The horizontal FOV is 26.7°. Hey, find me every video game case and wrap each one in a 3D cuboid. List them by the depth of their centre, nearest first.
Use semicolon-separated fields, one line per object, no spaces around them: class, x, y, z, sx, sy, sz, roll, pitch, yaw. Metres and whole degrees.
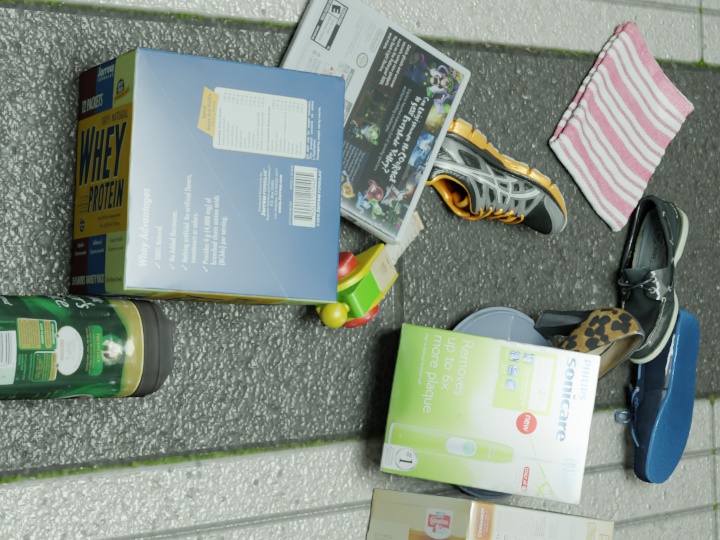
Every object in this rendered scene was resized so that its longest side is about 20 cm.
video game case;-0.002;-0.155;1.483;0.180;0.023;0.202;30;70;-17

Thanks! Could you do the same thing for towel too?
towel;0.302;-0.167;1.748;0.146;0.030;0.201;46;63;-27

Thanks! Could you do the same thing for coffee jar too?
coffee jar;-0.257;0.064;1.252;0.198;0.104;0.087;3;85;-39

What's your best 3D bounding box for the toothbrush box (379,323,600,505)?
toothbrush box;0.125;0.141;1.495;0.197;0.086;0.148;10;86;1

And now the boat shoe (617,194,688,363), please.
boat shoe;0.325;0.004;1.728;0.066;0.074;0.202;37;64;-40

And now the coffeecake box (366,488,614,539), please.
coffeecake box;0.130;0.270;1.520;0.198;0.153;0.074;14;80;-36

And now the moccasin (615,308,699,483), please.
moccasin;0.344;0.145;1.751;0.080;0.068;0.203;27;74;-42

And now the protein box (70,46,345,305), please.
protein box;-0.133;-0.074;1.317;0.198;0.134;0.202;4;86;-30

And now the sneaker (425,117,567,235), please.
sneaker;0.131;-0.084;1.585;0.199;0.078;0.078;30;70;-23

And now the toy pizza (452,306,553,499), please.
toy pizza;0.140;0.140;1.610;0.198;0.032;0.203;0;90;-38

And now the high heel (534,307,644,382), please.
high heel;0.213;0.129;1.557;0.071;0.142;0.202;30;72;-33

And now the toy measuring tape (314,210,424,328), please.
toy measuring tape;0.000;0.000;1.497;0.074;0.073;0.200;62;34;-19
